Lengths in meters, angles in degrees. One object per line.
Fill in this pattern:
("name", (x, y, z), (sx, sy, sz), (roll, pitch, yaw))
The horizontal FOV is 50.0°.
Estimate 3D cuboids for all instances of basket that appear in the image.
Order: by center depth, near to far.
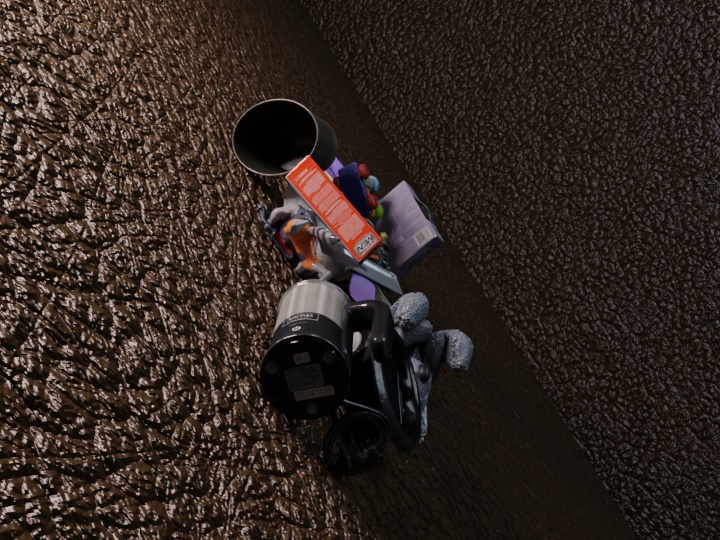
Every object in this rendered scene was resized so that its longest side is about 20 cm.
("basket", (-0.127, -0.252, 1.517), (0.199, 0.176, 0.140), (-11, 96, -70))

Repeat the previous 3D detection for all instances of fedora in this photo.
("fedora", (0.024, 0.182, 1.175), (0.200, 0.090, 0.205), (-19, 91, -73))

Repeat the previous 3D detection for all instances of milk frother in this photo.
("milk frother", (-0.041, 0.144, 1.055), (0.189, 0.176, 0.205), (-84, 180, -69))

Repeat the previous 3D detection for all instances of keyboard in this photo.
("keyboard", (0.001, -0.009, 1.455), (0.198, 0.011, 0.057), (28, 31, -30))

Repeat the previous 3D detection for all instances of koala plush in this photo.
("koala plush", (0.076, 0.184, 1.329), (0.177, 0.183, 0.202), (39, 39, -21))

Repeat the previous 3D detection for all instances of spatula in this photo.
("spatula", (0.000, 0.000, 1.475), (0.056, 0.021, 0.202), (30, 26, -20))

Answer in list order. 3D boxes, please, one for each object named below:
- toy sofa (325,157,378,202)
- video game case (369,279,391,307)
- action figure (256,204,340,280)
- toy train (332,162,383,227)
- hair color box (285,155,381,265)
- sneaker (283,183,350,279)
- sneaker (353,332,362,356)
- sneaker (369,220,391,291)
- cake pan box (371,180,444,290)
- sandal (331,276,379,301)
("toy sofa", (-0.048, -0.207, 1.805), (0.201, 0.083, 0.097), (50, -28, -8))
("video game case", (0.051, 0.107, 1.640), (0.202, 0.022, 0.182), (55, 14, 2))
("action figure", (-0.085, -0.043, 1.331), (0.201, 0.104, 0.194), (53, 2, -27))
("toy train", (0.016, -0.131, 1.723), (0.115, 0.083, 0.205), (7, 64, -64))
("hair color box", (-0.046, -0.106, 1.398), (0.201, 0.061, 0.102), (50, -1, 3))
("sneaker", (-0.079, -0.080, 1.512), (0.204, 0.073, 0.118), (67, 21, 6))
("sneaker", (-0.052, 0.094, 1.225), (0.080, 0.071, 0.201), (35, 8, -21))
("sneaker", (0.034, -0.041, 1.719), (0.070, 0.090, 0.201), (32, 14, -42))
("cake pan box", (0.081, -0.085, 1.820), (0.052, 0.199, 0.186), (29, 26, -54))
("sandal", (-0.007, 0.045, 1.484), (0.081, 0.054, 0.199), (58, 25, 11))
